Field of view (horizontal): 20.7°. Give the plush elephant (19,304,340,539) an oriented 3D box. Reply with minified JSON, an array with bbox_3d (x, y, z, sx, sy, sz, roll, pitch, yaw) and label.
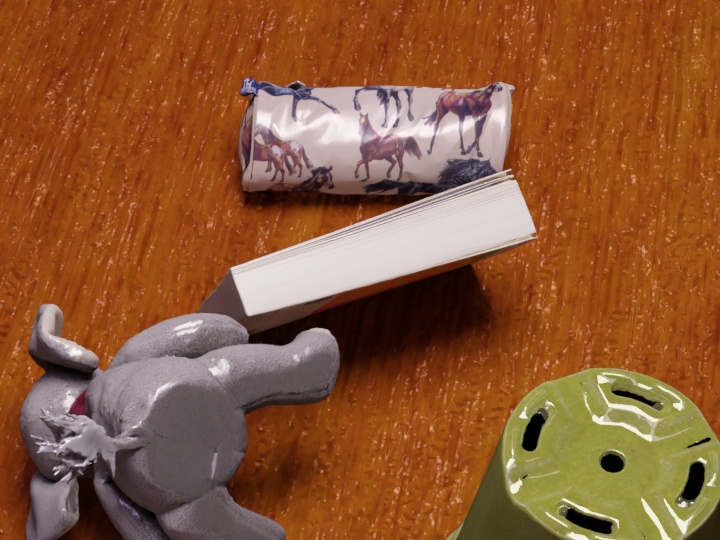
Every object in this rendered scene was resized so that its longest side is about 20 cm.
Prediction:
[{"bbox_3d":[-0.139,0.100,1.202,0.200,0.165,0.155,10,0,-36],"label":"plush elephant"}]

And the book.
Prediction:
[{"bbox_3d":[0.000,0.000,1.295,0.200,0.134,0.048,-18,83,-18],"label":"book"}]

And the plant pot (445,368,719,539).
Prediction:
[{"bbox_3d":[0.134,0.159,1.121,0.200,0.190,0.200,2,49,-2],"label":"plant pot"}]

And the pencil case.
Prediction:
[{"bbox_3d":[0.013,-0.099,1.409,0.200,0.078,0.090,0,64,-2],"label":"pencil case"}]
